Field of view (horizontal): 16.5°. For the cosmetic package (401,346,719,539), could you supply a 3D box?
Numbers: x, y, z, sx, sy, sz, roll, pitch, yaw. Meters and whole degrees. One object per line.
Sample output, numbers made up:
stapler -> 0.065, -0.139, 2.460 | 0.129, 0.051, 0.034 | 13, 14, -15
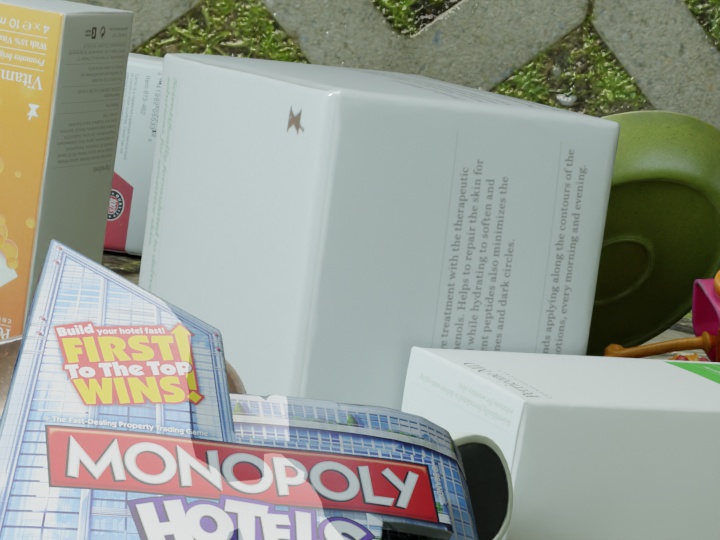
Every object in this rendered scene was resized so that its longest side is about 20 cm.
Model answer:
cosmetic package -> 0.126, 0.092, 1.190 | 0.200, 0.085, 0.108 | 5, 11, -31

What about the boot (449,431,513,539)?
boot -> -0.055, 0.106, 1.015 | 0.144, 0.073, 0.200 | -2, 6, 45

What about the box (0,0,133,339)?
box -> -0.219, -0.063, 1.461 | 0.124, 0.200, 0.097 | 11, 9, 18

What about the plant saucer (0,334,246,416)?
plant saucer -> -0.134, 0.085, 0.915 | 0.200, 0.035, 0.200 | -13, 26, 6

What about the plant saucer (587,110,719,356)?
plant saucer -> 0.142, -0.008, 1.463 | 0.200, 0.200, 0.031 | 4, 41, -29

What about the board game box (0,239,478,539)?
board game box -> -0.049, 0.084, 0.803 | 0.200, 0.062, 0.200 | 6, 45, -18

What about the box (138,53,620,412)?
box -> 0.000, 0.000, 1.277 | 0.171, 0.199, 0.200 | 3, 9, -30

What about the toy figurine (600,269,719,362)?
toy figurine -> 0.161, 0.062, 1.402 | 0.184, 0.150, 0.200 | -5, 35, -4

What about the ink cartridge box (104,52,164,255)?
ink cartridge box -> -0.108, -0.079, 1.858 | 0.200, 0.146, 0.083 | 9, 6, -1
